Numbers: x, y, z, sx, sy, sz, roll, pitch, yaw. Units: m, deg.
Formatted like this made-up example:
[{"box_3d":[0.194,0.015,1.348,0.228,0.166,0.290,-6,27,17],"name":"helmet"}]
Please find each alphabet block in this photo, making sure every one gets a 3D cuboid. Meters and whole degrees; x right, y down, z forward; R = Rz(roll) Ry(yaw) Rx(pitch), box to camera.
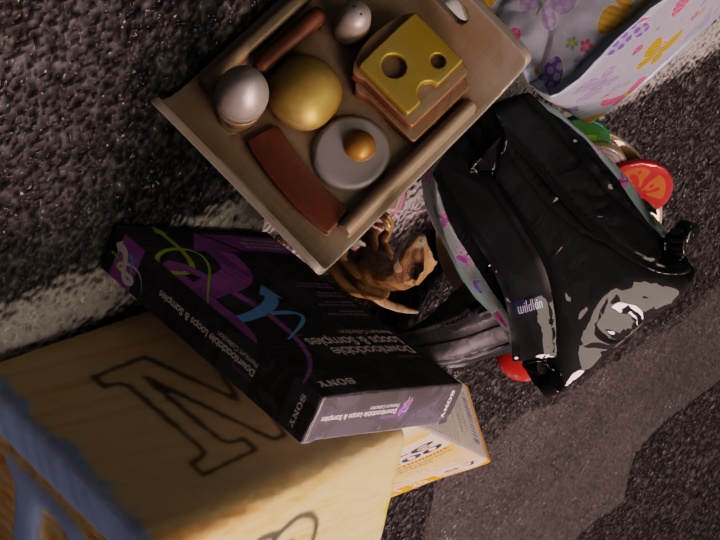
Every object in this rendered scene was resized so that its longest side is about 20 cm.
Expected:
[{"box_3d":[-0.118,0.155,0.823,0.199,0.196,0.197,-21,135,-41],"name":"alphabet block"}]

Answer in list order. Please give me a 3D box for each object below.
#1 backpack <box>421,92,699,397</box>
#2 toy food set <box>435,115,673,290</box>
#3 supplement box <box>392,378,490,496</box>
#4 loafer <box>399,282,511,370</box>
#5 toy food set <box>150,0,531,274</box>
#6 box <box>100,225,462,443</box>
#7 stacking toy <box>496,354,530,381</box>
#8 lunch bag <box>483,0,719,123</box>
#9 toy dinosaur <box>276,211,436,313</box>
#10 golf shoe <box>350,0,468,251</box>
[{"box_3d":[0.129,-0.030,0.944,0.167,0.200,0.127,-40,-174,-9],"name":"backpack"},{"box_3d":[0.160,-0.035,1.060,0.196,0.049,0.202,-7,120,0],"name":"toy food set"},{"box_3d":[0.010,0.125,1.003,0.125,0.074,0.200,-22,157,16],"name":"supplement box"},{"box_3d":[0.094,0.040,1.049,0.068,0.199,0.071,-3,80,-74],"name":"loafer"},{"box_3d":[-0.009,-0.115,0.774,0.200,0.143,0.060,-45,178,-16],"name":"toy food set"},{"box_3d":[-0.049,0.034,0.803,0.142,0.200,0.036,1,121,-52],"name":"box"},{"box_3d":[0.169,0.026,1.189,0.085,0.085,0.201,-26,140,-37],"name":"stacking toy"},{"box_3d":[0.192,-0.215,0.909,0.200,0.128,0.169,-39,168,18],"name":"lunch bag"},{"box_3d":[0.000,0.000,0.862,0.060,0.106,0.200,-43,180,-9],"name":"toy dinosaur"},{"box_3d":[0.013,-0.104,0.882,0.092,0.072,0.201,12,108,-53],"name":"golf shoe"}]
